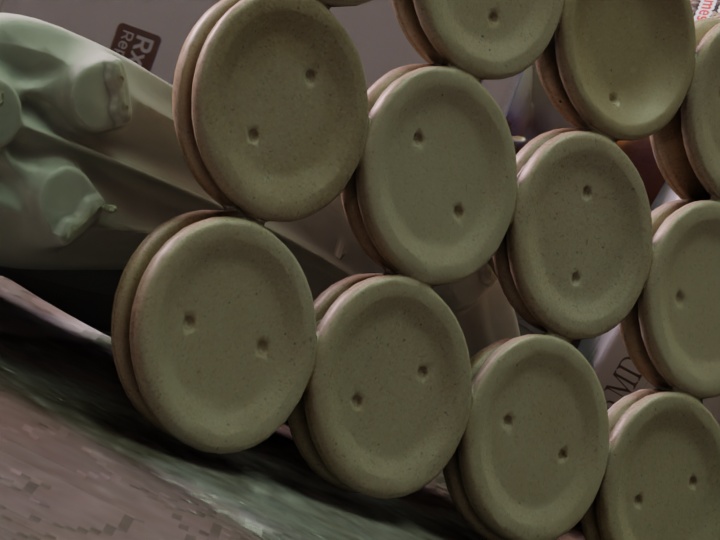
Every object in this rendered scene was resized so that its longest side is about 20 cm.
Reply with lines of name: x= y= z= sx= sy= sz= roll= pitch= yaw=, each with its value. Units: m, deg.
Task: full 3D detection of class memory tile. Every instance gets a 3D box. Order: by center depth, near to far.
memory tile: x=0.032 y=-0.015 z=0.616 sx=0.199 sy=0.154 sz=0.017 roll=22 pitch=-14 yaw=-40

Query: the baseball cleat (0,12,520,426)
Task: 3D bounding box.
baseball cleat: x=-0.048 y=-0.012 z=0.627 sx=0.106 sy=0.070 sz=0.200 roll=11 pitch=-17 yaw=48

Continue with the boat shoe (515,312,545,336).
boat shoe: x=0.000 y=0.000 z=0.801 sx=0.067 sy=0.057 sz=0.200 roll=23 pitch=6 yaw=-33

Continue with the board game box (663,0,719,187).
board game box: x=0.198 y=-0.016 z=0.806 sx=0.199 sy=0.160 sz=0.097 roll=9 pitch=39 yaw=16

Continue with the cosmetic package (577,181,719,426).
cosmetic package: x=0.163 y=0.046 z=0.747 sx=0.199 sy=0.108 sz=0.085 roll=25 pitch=46 yaw=2

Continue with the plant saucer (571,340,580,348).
plant saucer: x=0.001 y=-0.003 z=1.020 sx=0.199 sy=0.030 sz=0.200 roll=26 pitch=6 yaw=-3

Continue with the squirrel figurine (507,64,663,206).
squirrel figurine: x=0.076 y=-0.053 z=0.992 sx=0.185 sy=0.143 sz=0.200 roll=2 pitch=-3 yaw=-9

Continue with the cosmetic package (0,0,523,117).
cosmetic package: x=-0.045 y=-0.096 z=0.769 sx=0.199 sy=0.102 sz=0.074 roll=19 pitch=17 yaw=-4
